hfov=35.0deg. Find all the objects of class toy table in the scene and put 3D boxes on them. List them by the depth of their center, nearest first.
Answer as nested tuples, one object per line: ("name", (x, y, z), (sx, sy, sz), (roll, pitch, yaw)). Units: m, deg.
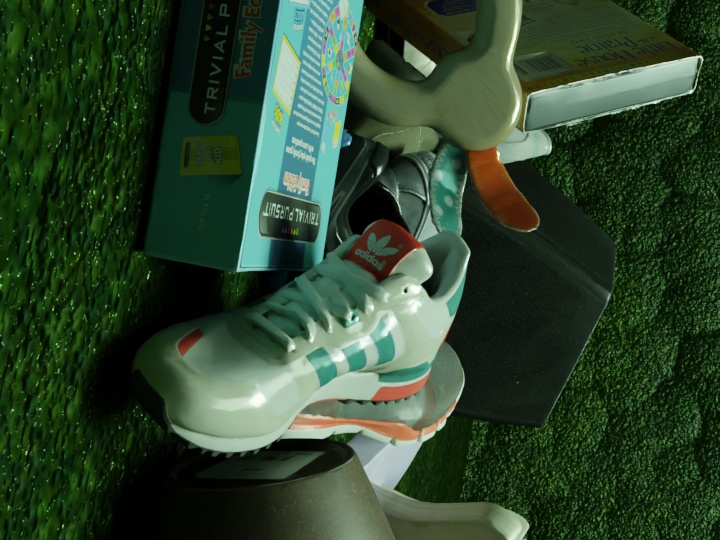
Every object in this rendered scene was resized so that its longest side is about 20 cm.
("toy table", (0.017, 0.184, 0.709), (0.200, 0.116, 0.185), (-43, 160, -36))

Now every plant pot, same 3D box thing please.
("plant pot", (-0.039, 0.190, 0.542), (0.187, 0.183, 0.204), (-22, 107, -77))
("plant pot", (0.112, 0.014, 0.977), (0.200, 0.175, 0.203), (-54, 168, -68))

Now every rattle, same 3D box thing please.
("rattle", (0.041, -0.123, 0.705), (0.202, 0.129, 0.143), (59, -13, -15))

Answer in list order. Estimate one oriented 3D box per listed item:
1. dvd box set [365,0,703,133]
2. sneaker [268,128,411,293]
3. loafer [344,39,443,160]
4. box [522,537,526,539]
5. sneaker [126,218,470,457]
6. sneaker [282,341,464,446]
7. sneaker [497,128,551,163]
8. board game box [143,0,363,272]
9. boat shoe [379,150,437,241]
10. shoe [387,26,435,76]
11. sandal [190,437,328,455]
("dvd box set", (0.112, -0.163, 0.779), (0.200, 0.144, 0.030), (47, -36, 43))
("sneaker", (-0.011, -0.005, 0.693), (0.201, 0.081, 0.072), (88, 16, -49))
("loafer", (0.015, -0.106, 0.818), (0.070, 0.075, 0.200), (-49, 169, 1))
("box", (0.032, 0.246, 0.877), (0.200, 0.180, 0.107), (67, 33, -72))
("sneaker", (-0.019, 0.018, 0.523), (0.198, 0.070, 0.094), (-6, 131, -51))
("sneaker", (0.011, 0.050, 0.671), (0.198, 0.077, 0.083), (-2, 128, -54))
("sneaker", (0.111, -0.140, 0.933), (0.202, 0.087, 0.076), (-90, -175, -54))
("board game box", (-0.041, -0.103, 0.541), (0.151, 0.046, 0.204), (2, 97, -79))
("boat shoe", (0.000, 0.000, 0.805), (0.072, 0.067, 0.201), (59, -34, 27))
("shoe", (0.038, -0.180, 0.907), (0.070, 0.052, 0.203), (-122, -147, -49))
("sandal", (-0.051, 0.117, 0.680), (0.200, 0.047, 0.077), (0, 99, -79))
